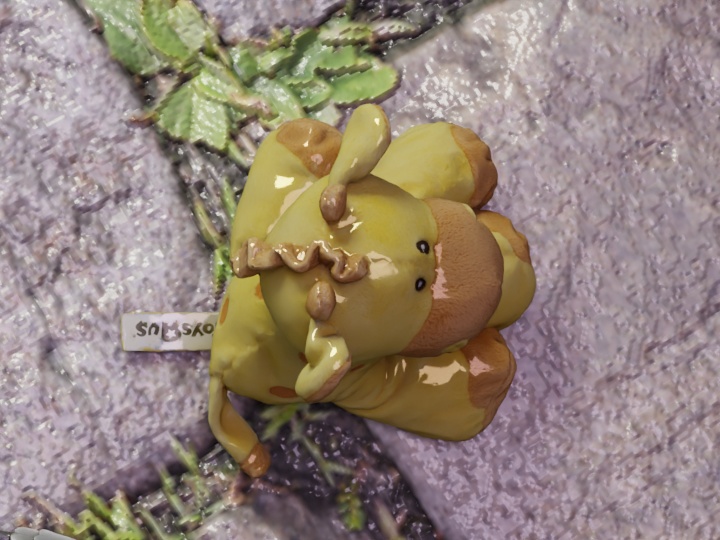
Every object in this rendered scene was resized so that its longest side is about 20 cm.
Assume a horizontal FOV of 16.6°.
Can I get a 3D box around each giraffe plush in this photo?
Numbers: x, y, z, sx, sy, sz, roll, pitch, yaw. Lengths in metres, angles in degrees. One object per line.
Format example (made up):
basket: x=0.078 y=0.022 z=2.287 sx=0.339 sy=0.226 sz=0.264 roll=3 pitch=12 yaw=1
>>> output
giraffe plush: x=0.000 y=0.000 z=1.121 sx=0.200 sy=0.162 sz=0.173 roll=-17 pitch=84 yaw=-17

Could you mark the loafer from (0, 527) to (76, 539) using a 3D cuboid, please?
loafer: x=-0.105 y=0.157 z=1.109 sx=0.200 sy=0.063 sz=0.072 roll=25 pitch=48 yaw=-10
